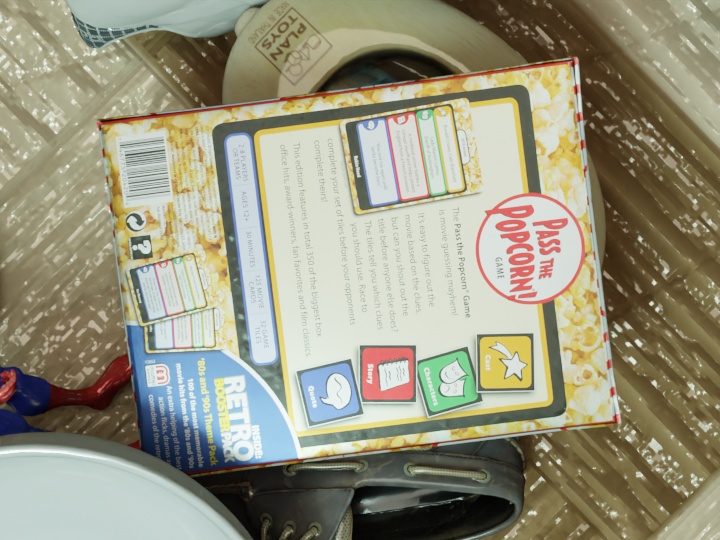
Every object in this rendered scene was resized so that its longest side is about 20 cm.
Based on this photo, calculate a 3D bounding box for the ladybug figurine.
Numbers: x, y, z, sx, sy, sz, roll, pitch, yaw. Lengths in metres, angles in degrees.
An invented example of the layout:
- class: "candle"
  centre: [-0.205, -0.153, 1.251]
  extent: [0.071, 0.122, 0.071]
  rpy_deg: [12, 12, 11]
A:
- class: "ladybug figurine"
  centre: [0.022, -0.048, 0.749]
  extent: [0.200, 0.072, 0.136]
  rpy_deg: [45, 90, 0]

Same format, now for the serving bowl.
- class: "serving bowl"
  centre: [-0.124, 0.152, 0.671]
  extent: [0.199, 0.066, 0.201]
  rpy_deg: [-1, 107, -3]

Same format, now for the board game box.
- class: "board game box"
  centre: [0.000, 0.000, 0.689]
  extent: [0.199, 0.046, 0.153]
  rpy_deg: [-7, 92, 3]

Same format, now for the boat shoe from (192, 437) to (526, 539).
- class: "boat shoe"
  centre: [-0.021, 0.104, 0.731]
  extent: [0.199, 0.074, 0.075]
  rpy_deg: [-17, 130, -1]

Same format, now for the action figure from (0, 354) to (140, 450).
- class: "action figure"
  centre: [-0.152, 0.040, 0.674]
  extent: [0.099, 0.199, 0.065]
  rpy_deg: [-45, 59, 29]

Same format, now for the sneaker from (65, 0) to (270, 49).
- class: "sneaker"
  centre: [-0.040, -0.153, 0.757]
  extent: [0.199, 0.081, 0.077]
  rpy_deg: [-12, 55, -18]
